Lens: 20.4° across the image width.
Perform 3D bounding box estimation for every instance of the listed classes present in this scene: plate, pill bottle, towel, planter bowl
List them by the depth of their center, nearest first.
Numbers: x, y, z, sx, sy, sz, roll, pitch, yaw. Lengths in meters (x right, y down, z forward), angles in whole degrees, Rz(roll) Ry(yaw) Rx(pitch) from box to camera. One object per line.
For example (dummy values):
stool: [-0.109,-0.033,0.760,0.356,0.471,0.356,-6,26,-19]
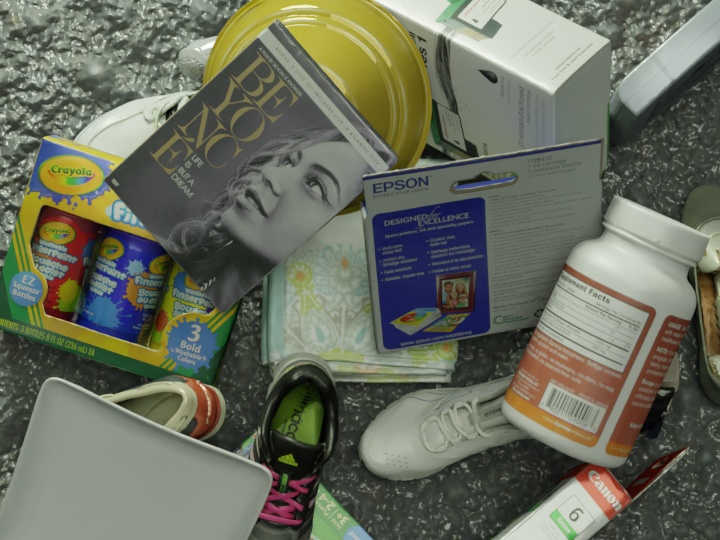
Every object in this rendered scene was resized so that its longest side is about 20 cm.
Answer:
pill bottle: [0.201,0.048,1.611,0.112,0.112,0.201,24,96,0]
plate: [-0.189,0.199,1.626,0.199,0.032,0.200,23,115,1]
planter bowl: [-0.045,-0.131,1.652,0.199,0.083,0.202,3,108,10]
towel: [0.000,0.000,1.747,0.170,0.048,0.201,2,80,-7]

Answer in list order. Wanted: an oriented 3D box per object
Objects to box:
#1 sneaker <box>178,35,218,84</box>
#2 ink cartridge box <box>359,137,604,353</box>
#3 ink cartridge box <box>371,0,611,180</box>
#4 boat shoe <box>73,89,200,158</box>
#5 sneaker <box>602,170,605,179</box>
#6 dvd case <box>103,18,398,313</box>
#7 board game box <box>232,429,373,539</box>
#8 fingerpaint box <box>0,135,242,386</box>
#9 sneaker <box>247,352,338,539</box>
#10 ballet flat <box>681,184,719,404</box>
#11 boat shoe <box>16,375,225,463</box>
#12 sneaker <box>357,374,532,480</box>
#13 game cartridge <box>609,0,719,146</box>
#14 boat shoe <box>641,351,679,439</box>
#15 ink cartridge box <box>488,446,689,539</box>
sneaker: [-0.070,-0.230,1.769,0.199,0.075,0.116,-10,80,-11]
ink cartridge box: [0.100,-0.029,1.644,0.196,0.201,0.047,-9,41,-4]
ink cartridge box: [0.109,-0.159,1.691,0.199,0.147,0.084,30,57,30]
boat shoe: [-0.158,-0.129,1.745,0.199,0.067,0.074,-19,81,-8]
sneaker: [0.166,-0.079,1.759,0.088,0.074,0.201,11,79,-4]
dvd case: [-0.090,-0.082,1.619,0.200,0.016,0.149,-40,95,17]
board game box: [-0.103,0.252,1.696,0.200,0.037,0.151,-43,86,-9]
fingerpaint box: [-0.194,-0.005,1.695,0.199,0.073,0.168,19,95,-1]
sneaker: [-0.062,0.163,1.651,0.073,0.087,0.201,14,82,-3]
ballet flat: [0.324,0.018,1.760,0.067,0.064,0.201,-3,80,-5]
boat shoe: [-0.208,0.137,1.660,0.199,0.062,0.072,-20,76,21]
sneaker: [0.093,0.125,1.710,0.199,0.087,0.075,-19,84,-6]
game cartridge: [0.296,-0.194,1.761,0.200,0.133,0.041,-40,86,-11]
boat shoe: [0.239,0.052,1.749,0.074,0.093,0.201,7,51,1]
ink cartridge box: [0.179,0.200,1.691,0.200,0.109,0.050,-39,85,-10]
